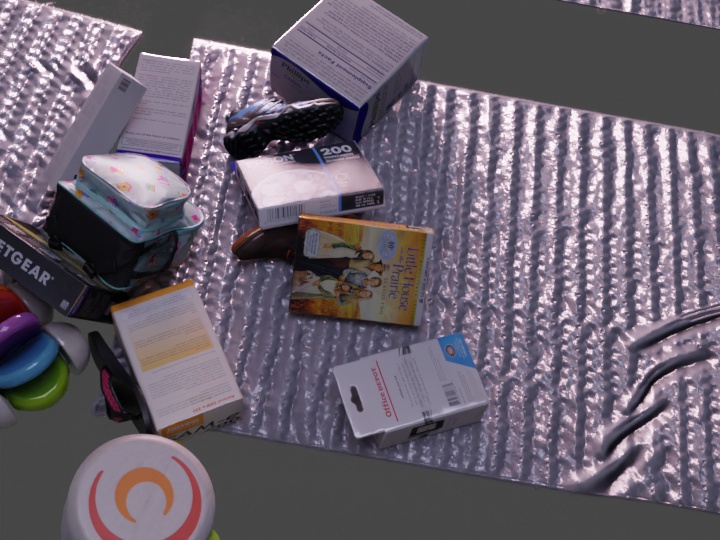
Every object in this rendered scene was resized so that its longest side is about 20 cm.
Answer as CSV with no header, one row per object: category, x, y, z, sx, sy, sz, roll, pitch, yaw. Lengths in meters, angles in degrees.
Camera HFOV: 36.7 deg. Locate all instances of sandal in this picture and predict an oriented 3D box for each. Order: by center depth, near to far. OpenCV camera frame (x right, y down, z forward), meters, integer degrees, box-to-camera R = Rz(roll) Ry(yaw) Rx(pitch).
sandal,-0.334,0.163,1.465,0.045,0.076,0.200,-21,49,-29

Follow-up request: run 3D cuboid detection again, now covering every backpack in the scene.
backpack,-0.323,-0.077,1.543,0.175,0.200,0.154,32,106,18

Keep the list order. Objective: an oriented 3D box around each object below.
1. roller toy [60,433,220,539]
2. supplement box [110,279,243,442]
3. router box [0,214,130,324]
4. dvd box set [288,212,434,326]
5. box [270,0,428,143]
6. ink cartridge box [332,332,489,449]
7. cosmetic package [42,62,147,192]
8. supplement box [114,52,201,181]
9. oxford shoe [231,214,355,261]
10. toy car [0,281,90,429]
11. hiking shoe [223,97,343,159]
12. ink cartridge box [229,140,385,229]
roller toy,-0.281,0.309,1.360,0.181,0.140,0.202,-6,62,-23
supplement box,-0.255,0.128,1.505,0.125,0.074,0.201,-18,64,-17
router box,-0.435,-0.004,1.508,0.199,0.157,0.052,34,90,13
dvd box set,0.000,0.000,1.583,0.198,0.148,0.029,7,17,-4
box,-0.020,-0.341,1.786,0.183,0.105,0.200,36,61,12
ink cartridge box,0.065,0.173,1.524,0.198,0.067,0.117,-13,63,-15
cosmetic package,-0.396,-0.205,1.617,0.201,0.050,0.082,-58,36,4
supplement box,-0.310,-0.224,1.684,0.102,0.101,0.202,6,60,-4
oxford shoe,-0.093,-0.040,1.626,0.198,0.071,0.073,-14,69,-15
toy car,-0.472,0.096,1.451,0.175,0.150,0.200,-38,71,-25
hiking shoe,-0.125,-0.246,1.712,0.198,0.075,0.087,-13,53,9
ink cartridge box,-0.085,-0.146,1.657,0.196,0.044,0.200,-11,37,-16
